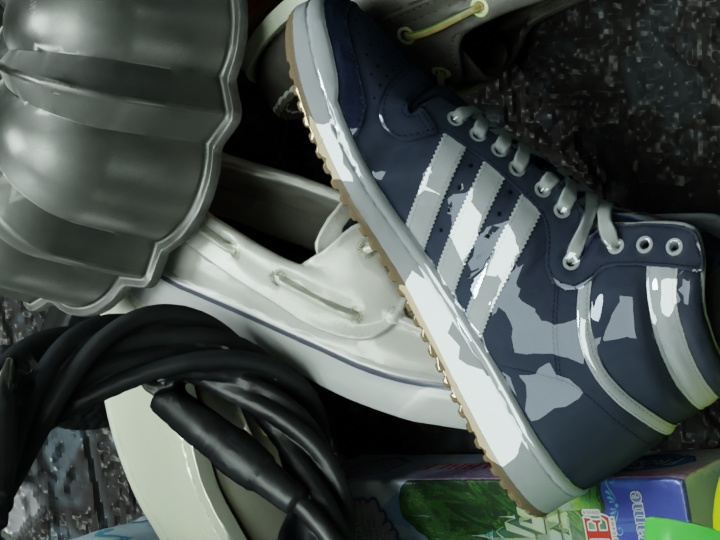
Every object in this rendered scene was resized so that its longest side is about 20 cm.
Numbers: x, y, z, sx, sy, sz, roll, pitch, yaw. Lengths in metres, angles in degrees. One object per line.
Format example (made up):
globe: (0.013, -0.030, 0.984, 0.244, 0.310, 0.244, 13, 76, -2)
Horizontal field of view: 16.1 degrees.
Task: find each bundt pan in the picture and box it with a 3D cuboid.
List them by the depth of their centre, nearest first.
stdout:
bundt pan: (-0.135, -0.083, 0.985, 0.201, 0.075, 0.203, -5, 83, 46)

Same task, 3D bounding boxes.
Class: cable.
cable: (-0.077, 0.109, 0.918, 0.051, 0.162, 0.201, 120, 144, -54)

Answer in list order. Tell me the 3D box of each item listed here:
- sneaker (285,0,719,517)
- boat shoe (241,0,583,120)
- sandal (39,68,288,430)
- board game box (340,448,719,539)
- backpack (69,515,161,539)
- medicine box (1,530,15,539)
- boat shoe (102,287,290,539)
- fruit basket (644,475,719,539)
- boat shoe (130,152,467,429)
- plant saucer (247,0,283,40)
sneaker: (0.060, -0.025, 0.890, 0.108, 0.070, 0.201, -29, 88, 20)
boat shoe: (0.038, -0.098, 0.933, 0.201, 0.072, 0.061, -30, 80, 34)
sandal: (-0.094, -0.020, 1.054, 0.201, 0.075, 0.048, -61, 40, 31)
board game box: (0.075, 0.170, 0.976, 0.199, 0.041, 0.201, -6, 97, 46)
backpack: (-0.075, 0.201, 1.062, 0.163, 0.153, 0.201, 0, 88, 42)
medicine box: (-0.129, 0.234, 0.968, 0.200, 0.103, 0.183, 36, 117, 20)
boat shoe: (-0.047, 0.086, 1.004, 0.202, 0.060, 0.072, 64, 148, 25)
fruit basket: (0.178, 0.116, 0.840, 0.155, 0.215, 0.217, 10, 107, 34)
boat shoe: (0.000, 0.000, 0.971, 0.199, 0.072, 0.066, 22, 128, 24)
plant saucer: (-0.089, -0.180, 1.031, 0.199, 0.032, 0.202, 9, 106, 34)
